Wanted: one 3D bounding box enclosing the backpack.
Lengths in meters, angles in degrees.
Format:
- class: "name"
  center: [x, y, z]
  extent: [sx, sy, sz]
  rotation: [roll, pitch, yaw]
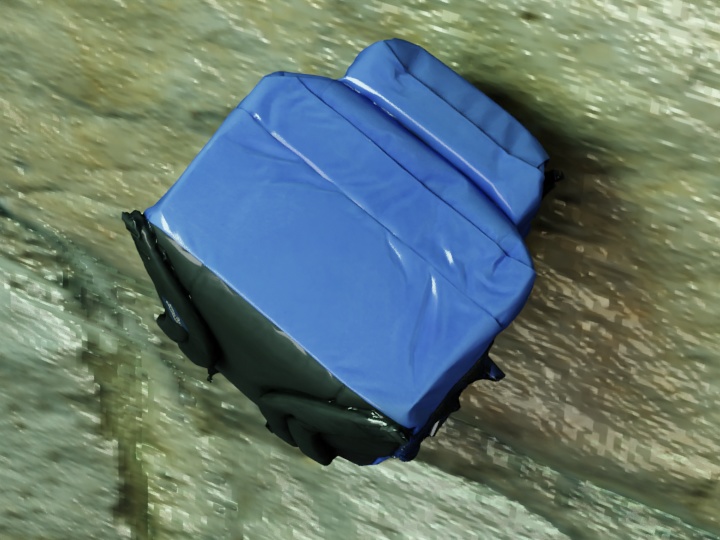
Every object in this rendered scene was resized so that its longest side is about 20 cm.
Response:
- class: "backpack"
  center: [0.000, 0.000, 1.147]
  extent: [0.163, 0.168, 0.200]
  rotation: [44, 165, 6]
